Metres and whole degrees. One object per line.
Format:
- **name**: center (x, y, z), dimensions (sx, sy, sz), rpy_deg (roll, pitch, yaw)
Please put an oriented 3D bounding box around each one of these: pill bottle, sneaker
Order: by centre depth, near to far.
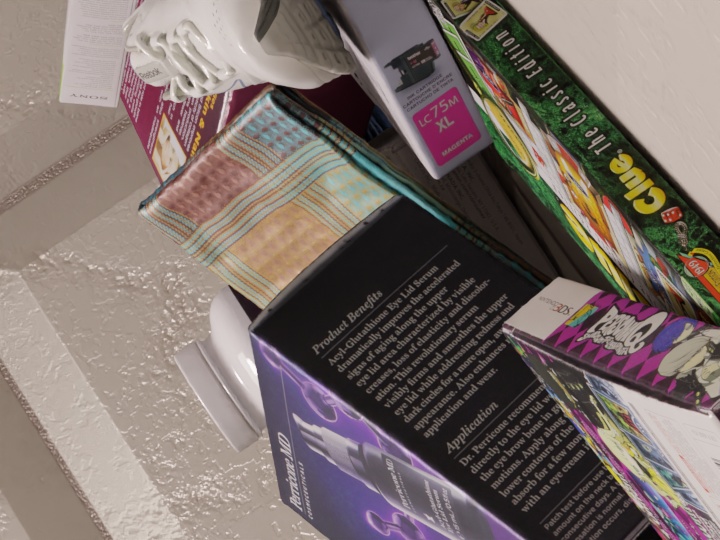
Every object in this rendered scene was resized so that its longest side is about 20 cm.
- **sneaker**: center (-0.059, -0.104, 0.954), dimensions (0.075, 0.087, 0.200), rpy_deg (57, 177, -14)
- **pill bottle**: center (-0.019, 0.031, 1.386), dimensions (0.113, 0.200, 0.112), rpy_deg (55, 177, 4)

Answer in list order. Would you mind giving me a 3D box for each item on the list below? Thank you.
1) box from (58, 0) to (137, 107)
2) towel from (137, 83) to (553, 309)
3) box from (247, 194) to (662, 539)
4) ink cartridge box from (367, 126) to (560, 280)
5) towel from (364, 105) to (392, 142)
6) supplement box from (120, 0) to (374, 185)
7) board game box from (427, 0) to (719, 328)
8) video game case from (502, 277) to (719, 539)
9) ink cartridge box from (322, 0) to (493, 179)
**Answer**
- **box**: center (-0.123, -0.188, 1.059), dimensions (0.200, 0.036, 0.145), rpy_deg (120, 155, -66)
- **towel**: center (0.000, 0.000, 1.047), dimensions (0.200, 0.022, 0.147), rpy_deg (36, 141, -15)
- **box**: center (0.058, 0.087, 0.955), dimensions (0.200, 0.104, 0.148), rpy_deg (34, 152, 29)
- **ink cartridge box**: center (0.055, 0.016, 1.155), dimensions (0.201, 0.045, 0.176), rpy_deg (57, 162, -8)
- **towel**: center (-0.001, -0.081, 1.313), dimensions (0.200, 0.048, 0.112), rpy_deg (53, 172, 44)
- **supplement box**: center (-0.070, -0.114, 1.151), dimensions (0.200, 0.085, 0.111), rpy_deg (-119, 39, -48)
- **board game box**: center (0.093, -0.021, 0.773), dimensions (0.200, 0.023, 0.105), rpy_deg (54, 178, 41)
- **video game case**: center (0.145, 0.096, 0.724), dimensions (0.200, 0.036, 0.181), rpy_deg (51, 171, -15)
- **ink cartridge box**: center (-0.012, -0.144, 0.953), dimensions (0.200, 0.042, 0.119), rpy_deg (55, 179, -43)
